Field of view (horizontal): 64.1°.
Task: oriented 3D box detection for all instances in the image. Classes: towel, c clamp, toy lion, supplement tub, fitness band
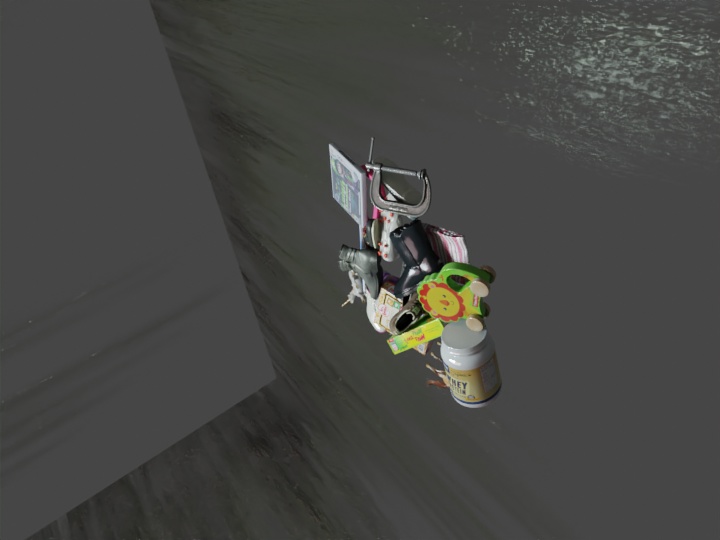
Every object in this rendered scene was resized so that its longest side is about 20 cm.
[{"bbox_3d":[0.216,-0.041,1.509,0.199,0.029,0.150,25,138,55],"label":"towel"},{"bbox_3d":[0.094,-0.228,1.454,0.196,0.027,0.176,19,107,22],"label":"c clamp"},{"bbox_3d":[0.233,0.058,1.442,0.188,0.069,0.203,19,138,21],"label":"toy lion"},{"bbox_3d":[0.288,0.240,1.508,0.143,0.143,0.204,29,144,52],"label":"supplement tub"},{"bbox_3d":[0.021,-0.219,1.719,0.144,0.037,0.202,49,153,29],"label":"fitness band"}]

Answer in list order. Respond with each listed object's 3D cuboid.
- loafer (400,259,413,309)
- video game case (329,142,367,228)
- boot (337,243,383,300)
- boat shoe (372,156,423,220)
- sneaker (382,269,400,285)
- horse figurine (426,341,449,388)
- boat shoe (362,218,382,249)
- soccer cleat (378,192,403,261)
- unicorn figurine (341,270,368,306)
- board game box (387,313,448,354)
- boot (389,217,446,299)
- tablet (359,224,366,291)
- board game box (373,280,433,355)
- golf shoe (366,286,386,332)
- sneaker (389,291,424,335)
[{"bbox_3d":[0.142,0.030,1.637,0.072,0.061,0.206,-172,75,-69],"label":"loafer"},{"bbox_3d":[-0.037,-0.257,1.738,0.182,0.023,0.203,49,154,38],"label":"video game case"},{"bbox_3d":[0.000,0.000,1.736,0.127,0.069,0.203,9,137,14],"label":"boot"},{"bbox_3d":[0.095,-0.215,1.521,0.201,0.072,0.062,49,151,17],"label":"boat shoe"},{"bbox_3d":[0.113,0.097,1.833,0.087,0.080,0.204,8,127,42],"label":"sneaker"},{"bbox_3d":[0.265,0.303,1.746,0.131,0.050,0.203,34,140,17],"label":"horse figurine"},{"bbox_3d":[0.034,-0.102,1.697,0.061,0.075,0.202,16,167,12],"label":"boat shoe"},{"bbox_3d":[0.095,-0.127,1.633,0.069,0.076,0.206,30,123,46],"label":"soccer cleat"},{"bbox_3d":[-0.011,0.062,2.071,0.137,0.072,0.205,-137,42,-56],"label":"unicorn figurine"},{"bbox_3d":[0.178,0.165,1.624,0.198,0.101,0.048,-30,95,40],"label":"board game box"},{"bbox_3d":[0.126,-0.032,1.538,0.199,0.076,0.171,-31,92,46],"label":"boot"},{"bbox_3d":[0.008,-0.043,1.826,0.202,0.013,0.133,88,177,-52],"label":"tablet"},{"bbox_3d":[0.139,0.145,1.755,0.197,0.046,0.154,31,135,22],"label":"board game box"},{"bbox_3d":[0.050,0.103,1.885,0.092,0.073,0.206,71,-174,-81],"label":"golf shoe"},{"bbox_3d":[0.159,0.104,1.585,0.070,0.201,0.076,39,-176,-10],"label":"sneaker"}]
